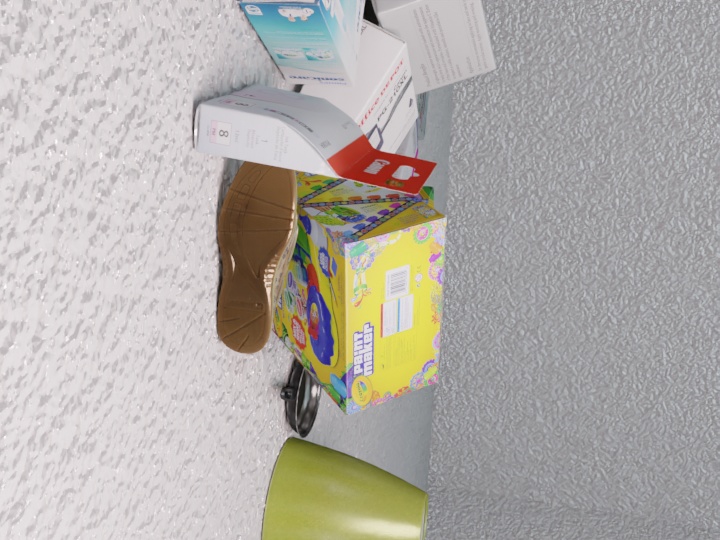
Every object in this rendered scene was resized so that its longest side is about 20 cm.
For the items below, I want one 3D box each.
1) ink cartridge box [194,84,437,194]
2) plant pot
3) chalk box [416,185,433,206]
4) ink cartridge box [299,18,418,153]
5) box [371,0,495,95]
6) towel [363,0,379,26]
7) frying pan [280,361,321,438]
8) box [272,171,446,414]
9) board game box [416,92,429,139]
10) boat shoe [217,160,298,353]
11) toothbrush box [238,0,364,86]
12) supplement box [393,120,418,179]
[{"bbox_3d":[-0.031,-0.125,0.770,0.163,0.197,0.058,-56,152,-69],"label":"ink cartridge box"},{"bbox_3d":[-0.012,0.335,1.131,0.187,0.197,0.190,6,90,-79],"label":"plant pot"},{"bbox_3d":[0.060,-0.061,1.504,0.201,0.122,0.126,-67,160,-58],"label":"chalk box"},{"bbox_3d":[-0.001,-0.205,1.083,0.146,0.084,0.200,-58,164,-9],"label":"ink cartridge box"},{"bbox_3d":[0.084,-0.376,1.098,0.199,0.129,0.203,50,27,-66],"label":"box"},{"bbox_3d":[-0.008,-0.386,1.134,0.132,0.034,0.203,-41,126,-69],"label":"towel"},{"bbox_3d":[-0.085,0.177,1.106,0.190,0.030,0.117,-41,136,-70],"label":"frying pan"},{"bbox_3d":[-0.011,0.009,0.917,0.192,0.121,0.203,40,-43,50],"label":"box"},{"bbox_3d":[0.103,-0.367,1.741,0.200,0.063,0.150,27,68,-80],"label":"board game box"},{"bbox_3d":[-0.102,-0.021,0.823,0.063,0.072,0.203,-70,174,-73],"label":"boat shoe"},{"bbox_3d":[-0.052,-0.300,0.876,0.200,0.084,0.149,41,54,-76],"label":"toothbrush box"},{"bbox_3d":[0.030,-0.156,1.352,0.102,0.102,0.202,82,16,-52],"label":"supplement box"}]
